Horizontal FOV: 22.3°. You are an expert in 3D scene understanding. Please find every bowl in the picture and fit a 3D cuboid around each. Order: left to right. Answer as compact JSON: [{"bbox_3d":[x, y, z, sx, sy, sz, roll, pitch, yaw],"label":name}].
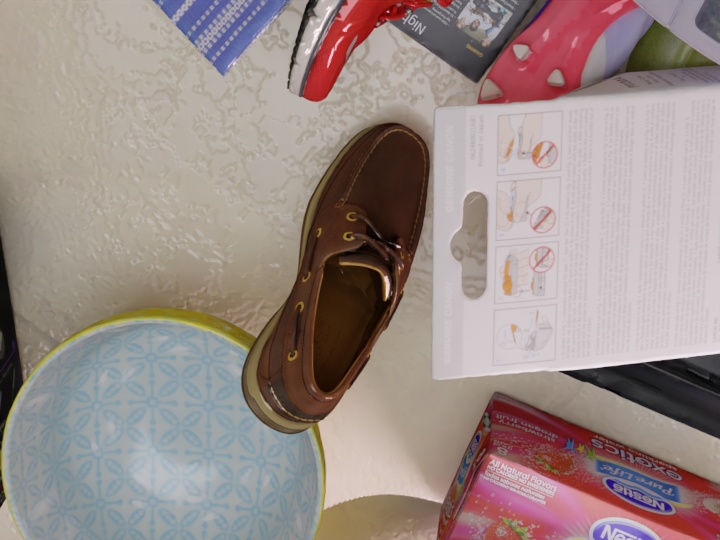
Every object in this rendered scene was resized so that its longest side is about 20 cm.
[{"bbox_3d":[-0.112,0.106,1.134,0.198,0.108,0.202,2,109,6],"label":"bowl"}]

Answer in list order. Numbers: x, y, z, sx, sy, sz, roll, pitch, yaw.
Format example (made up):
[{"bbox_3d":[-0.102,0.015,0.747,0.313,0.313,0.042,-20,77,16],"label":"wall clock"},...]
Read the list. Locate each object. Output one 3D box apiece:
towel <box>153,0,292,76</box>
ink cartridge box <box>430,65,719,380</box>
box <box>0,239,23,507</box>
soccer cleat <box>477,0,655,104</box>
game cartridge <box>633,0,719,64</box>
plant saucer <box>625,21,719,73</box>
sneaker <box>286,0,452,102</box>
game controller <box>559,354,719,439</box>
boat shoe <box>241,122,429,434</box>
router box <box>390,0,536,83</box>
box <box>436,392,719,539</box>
[{"bbox_3d":[-0.098,-0.224,0.972,0.200,0.024,0.145,47,115,3],"label":"towel"},{"bbox_3d":[0.130,-0.027,1.031,0.198,0.047,0.161,-5,110,-13],"label":"ink cartridge box"},{"bbox_3d":[-0.284,0.047,1.134,0.121,0.106,0.202,-3,107,5],"label":"box"},{"bbox_3d":[0.142,-0.149,1.052,0.067,0.076,0.200,41,91,14],"label":"soccer cleat"},{"bbox_3d":[0.238,-0.152,0.952,0.199,0.041,0.134,27,138,6],"label":"game cartridge"},{"bbox_3d":[0.253,-0.094,1.068,0.198,0.031,0.202,2,109,6],"label":"plant saucer"},{"bbox_3d":[0.031,-0.164,0.993,0.085,0.077,0.200,33,110,-11],"label":"sneaker"},{"bbox_3d":[0.188,0.034,1.119,0.199,0.042,0.105,23,96,-2],"label":"game controller"},{"bbox_3d":[-0.001,0.000,1.056,0.072,0.067,0.201,32,65,-19],"label":"boat shoe"},{"bbox_3d":[0.033,-0.229,1.036,0.199,0.052,0.158,35,109,-6],"label":"router box"},{"bbox_3d":[0.152,0.168,1.129,0.199,0.100,0.096,23,110,-1],"label":"box"}]
